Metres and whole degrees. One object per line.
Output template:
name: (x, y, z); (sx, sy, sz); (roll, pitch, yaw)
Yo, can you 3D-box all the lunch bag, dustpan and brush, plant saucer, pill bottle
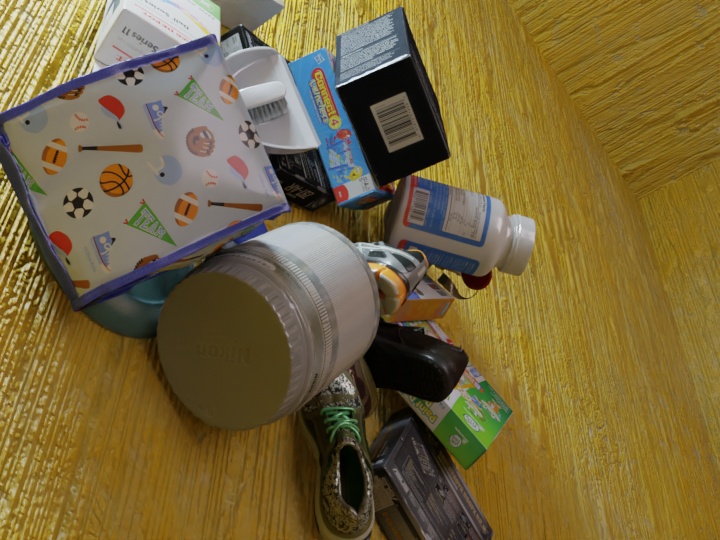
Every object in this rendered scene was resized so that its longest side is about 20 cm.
lunch bag: (-0.188, -0.079, 0.762); (0.198, 0.123, 0.173); (-28, 93, -32)
dustpan and brush: (-0.149, -0.186, 1.025); (0.196, 0.057, 0.142); (-19, 75, -22)
plant saucer: (-0.221, -0.036, 0.841); (0.200, 0.027, 0.203); (45, 31, -36)
pill bottle: (0.139, -0.056, 1.263); (0.195, 0.114, 0.113); (16, 39, -6)

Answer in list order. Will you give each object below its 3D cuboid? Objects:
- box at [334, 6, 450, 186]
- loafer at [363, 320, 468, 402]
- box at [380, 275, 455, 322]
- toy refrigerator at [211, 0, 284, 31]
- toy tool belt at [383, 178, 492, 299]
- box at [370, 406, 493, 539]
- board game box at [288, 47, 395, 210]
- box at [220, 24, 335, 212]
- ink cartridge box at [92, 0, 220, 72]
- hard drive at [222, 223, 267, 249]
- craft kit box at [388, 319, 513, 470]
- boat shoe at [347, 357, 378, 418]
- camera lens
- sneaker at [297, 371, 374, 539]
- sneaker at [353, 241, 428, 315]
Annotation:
box: (0.040, -0.236, 1.204); (0.202, 0.105, 0.150); (-90, 157, -58)
loafer: (0.046, 0.099, 1.051); (0.070, 0.198, 0.075); (-21, 119, -38)
box: (0.050, 0.017, 1.230); (0.119, 0.042, 0.199); (41, 19, 23)
toy refrigerator: (-0.189, -0.378, 1.161); (0.199, 0.075, 0.071); (6, 60, -60)
toy tool belt: (0.126, -0.048, 1.387); (0.200, 0.125, 0.123); (44, 5, 8)
box: (0.081, 0.285, 1.087); (0.203, 0.048, 0.158); (60, 25, -8)
board game box: (-0.019, -0.188, 1.253); (0.200, 0.055, 0.200); (-16, 86, -79)
box: (-0.105, -0.191, 1.155); (0.160, 0.043, 0.204); (20, 50, -65)
ink cartridge box: (-0.208, -0.240, 0.943); (0.116, 0.067, 0.202); (29, 30, -28)
hard drive: (-0.169, -0.088, 0.944); (0.199, 0.025, 0.134); (36, 25, -52)
craft kit box: (0.105, 0.145, 1.182); (0.200, 0.049, 0.197); (48, 20, 9)
boat shoe: (-0.044, 0.084, 1.018); (0.072, 0.071, 0.204); (-28, 98, -66)
camera lens: (-0.081, 0.047, 0.869); (0.163, 0.158, 0.199); (62, 28, -1)
sneaker: (-0.015, 0.175, 0.929); (0.075, 0.089, 0.204); (-4, 65, -18)
sneaker: (0.000, 0.000, 1.057); (0.077, 0.198, 0.080); (-34, 122, -30)
